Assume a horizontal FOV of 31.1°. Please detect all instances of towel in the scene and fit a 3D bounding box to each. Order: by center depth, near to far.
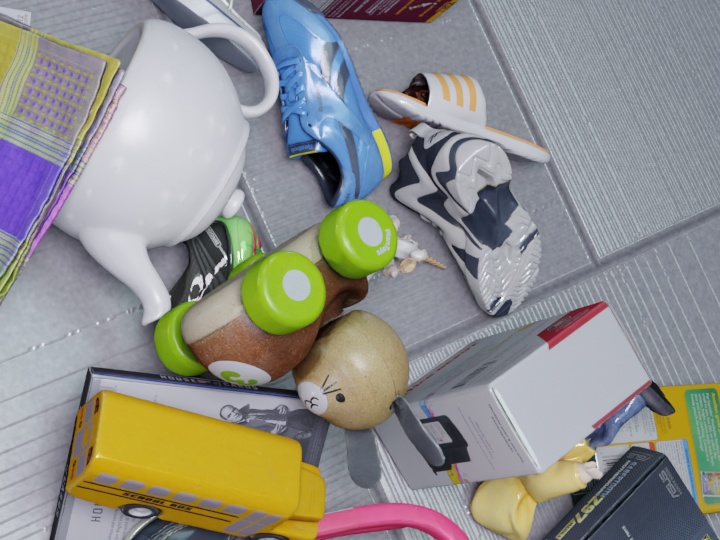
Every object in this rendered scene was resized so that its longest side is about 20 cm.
[{"bbox_3d":[-0.266,-0.086,0.941,0.144,0.023,0.200,27,87,25],"label":"towel"}]

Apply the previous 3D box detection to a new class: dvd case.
[{"bbox_3d":[-0.130,0.158,1.016,0.200,0.025,0.150,10,102,-24],"label":"dvd case"}]

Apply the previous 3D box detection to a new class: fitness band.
[{"bbox_3d":[0.005,0.262,1.030,0.200,0.037,0.144,-5,71,-21],"label":"fitness band"}]

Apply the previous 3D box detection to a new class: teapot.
[{"bbox_3d":[-0.154,-0.094,1.031,0.146,0.197,0.200,32,108,-21],"label":"teapot"}]

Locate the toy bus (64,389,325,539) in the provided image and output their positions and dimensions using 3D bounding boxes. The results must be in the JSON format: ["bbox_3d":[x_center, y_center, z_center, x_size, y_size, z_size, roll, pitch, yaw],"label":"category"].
[{"bbox_3d":[-0.113,0.149,0.950,0.200,0.078,0.065,19,55,-26],"label":"toy bus"}]

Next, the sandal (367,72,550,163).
[{"bbox_3d":[0.098,-0.154,1.234,0.207,0.079,0.059,15,89,-31],"label":"sandal"}]

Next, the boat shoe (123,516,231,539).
[{"bbox_3d":[-0.172,0.243,0.968,0.200,0.062,0.075,-32,107,-21],"label":"boat shoe"}]

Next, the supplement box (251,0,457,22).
[{"bbox_3d":[-0.005,-0.304,1.223,0.200,0.086,0.110,-3,77,-28],"label":"supplement box"}]

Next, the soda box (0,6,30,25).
[{"bbox_3d":[-0.302,-0.108,1.022,0.064,0.068,0.200,6,73,-25],"label":"soda box"}]

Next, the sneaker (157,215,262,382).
[{"bbox_3d":[-0.128,0.054,1.073,0.084,0.077,0.200,2,78,10],"label":"sneaker"}]

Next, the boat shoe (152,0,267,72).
[{"bbox_3d":[-0.148,-0.267,1.143,0.202,0.075,0.086,39,78,-5],"label":"boat shoe"}]

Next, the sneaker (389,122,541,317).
[{"bbox_3d":[0.092,-0.055,1.208,0.079,0.130,0.199,-38,131,-11],"label":"sneaker"}]

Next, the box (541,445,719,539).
[{"bbox_3d":[0.256,0.284,1.163,0.158,0.051,0.200,-40,109,-19],"label":"box"}]

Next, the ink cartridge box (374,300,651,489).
[{"bbox_3d":[0.123,0.110,1.100,0.146,0.200,0.083,-32,94,-30],"label":"ink cartridge box"}]

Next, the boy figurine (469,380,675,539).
[{"bbox_3d":[0.182,0.164,1.141,0.064,0.124,0.200,43,97,-14],"label":"boy figurine"}]

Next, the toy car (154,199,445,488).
[{"bbox_3d":[-0.025,0.075,0.959,0.158,0.164,0.200,-37,97,-39],"label":"toy car"}]

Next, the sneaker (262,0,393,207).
[{"bbox_3d":[-0.043,-0.152,1.154,0.078,0.066,0.200,-35,104,-36],"label":"sneaker"}]

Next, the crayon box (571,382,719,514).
[{"bbox_3d":[0.293,0.178,1.252,0.200,0.052,0.126,-1,76,-27],"label":"crayon box"}]

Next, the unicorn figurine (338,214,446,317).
[{"bbox_3d":[0.000,0.000,1.125,0.200,0.137,0.074,-23,96,-16],"label":"unicorn figurine"}]
